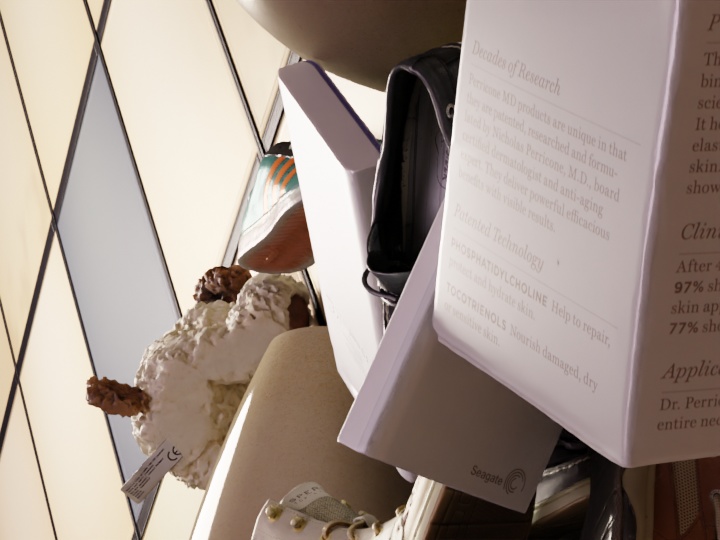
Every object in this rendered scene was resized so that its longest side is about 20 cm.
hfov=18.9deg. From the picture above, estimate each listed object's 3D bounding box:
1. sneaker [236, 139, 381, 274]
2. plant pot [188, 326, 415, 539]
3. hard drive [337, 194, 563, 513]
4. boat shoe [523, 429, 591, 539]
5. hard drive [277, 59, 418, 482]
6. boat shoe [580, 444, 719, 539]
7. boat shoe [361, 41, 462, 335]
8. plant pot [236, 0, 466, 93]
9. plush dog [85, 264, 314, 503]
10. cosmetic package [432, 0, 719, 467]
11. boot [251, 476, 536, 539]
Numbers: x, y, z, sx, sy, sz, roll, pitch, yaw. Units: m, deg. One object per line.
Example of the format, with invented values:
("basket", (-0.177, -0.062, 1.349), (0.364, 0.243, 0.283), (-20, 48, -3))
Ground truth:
("sneaker", (-0.031, -0.062, 1.468), (0.200, 0.071, 0.080), (-30, 55, 57))
("plant pot", (-0.020, 0.144, 1.359), (0.187, 0.187, 0.201), (138, 141, -62))
("hard drive", (0.076, 0.008, 1.025), (0.027, 0.132, 0.201), (24, 89, 42))
("boat shoe", (0.094, 0.115, 1.183), (0.201, 0.071, 0.066), (137, 123, -67))
("hard drive", (0.000, 0.000, 1.192), (0.132, 0.025, 0.201), (-124, 19, -55))
("boat shoe", (0.151, 0.083, 1.041), (0.076, 0.074, 0.201), (110, 171, -58))
("boat shoe", (0.032, -0.011, 1.048), (0.074, 0.066, 0.200), (19, 105, 39))
("plant pot", (0.021, -0.179, 1.222), (0.135, 0.200, 0.200), (63, 175, -37))
("plush dog", (-0.114, 0.088, 1.620), (0.172, 0.160, 0.201), (-66, -21, -81))
("cosmetic package", (0.147, -0.045, 0.910), (0.166, 0.167, 0.201), (35, 123, 59))
("boot", (0.011, 0.141, 1.155), (0.155, 0.072, 0.201), (32, 111, 50))
